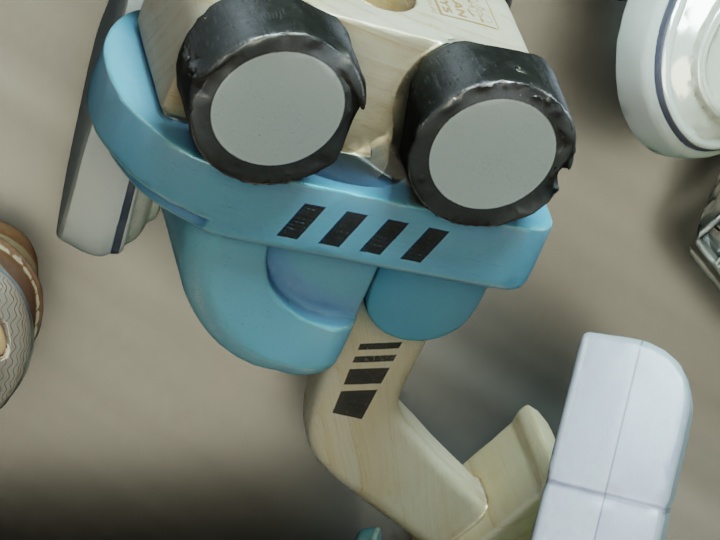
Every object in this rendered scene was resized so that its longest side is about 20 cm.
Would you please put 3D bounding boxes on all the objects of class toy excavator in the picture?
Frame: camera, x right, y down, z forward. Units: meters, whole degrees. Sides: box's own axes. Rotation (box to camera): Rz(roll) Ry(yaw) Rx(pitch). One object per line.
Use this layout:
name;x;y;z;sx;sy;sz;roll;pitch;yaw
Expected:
toy excavator;0.000;0.000;0.813;0.193;0.100;0.201;11;124;-23

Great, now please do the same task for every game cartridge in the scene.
game cartridge;0.056;0.119;0.760;0.040;0.133;0.201;13;88;11

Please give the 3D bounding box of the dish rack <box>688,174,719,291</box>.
dish rack;0.206;0.012;0.886;0.153;0.055;0.200;-41;94;-2

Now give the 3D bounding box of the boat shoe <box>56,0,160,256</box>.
boat shoe;-0.028;-0.093;0.855;0.086;0.075;0.203;20;83;-9

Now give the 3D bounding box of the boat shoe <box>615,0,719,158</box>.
boat shoe;0.160;-0.104;0.837;0.200;0.066;0.072;-38;116;-22

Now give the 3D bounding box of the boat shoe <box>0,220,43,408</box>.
boat shoe;-0.184;0.033;0.849;0.199;0.072;0.076;-14;111;15

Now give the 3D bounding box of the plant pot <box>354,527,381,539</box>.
plant pot;-0.102;0.163;0.812;0.195;0.200;0.202;7;94;3
